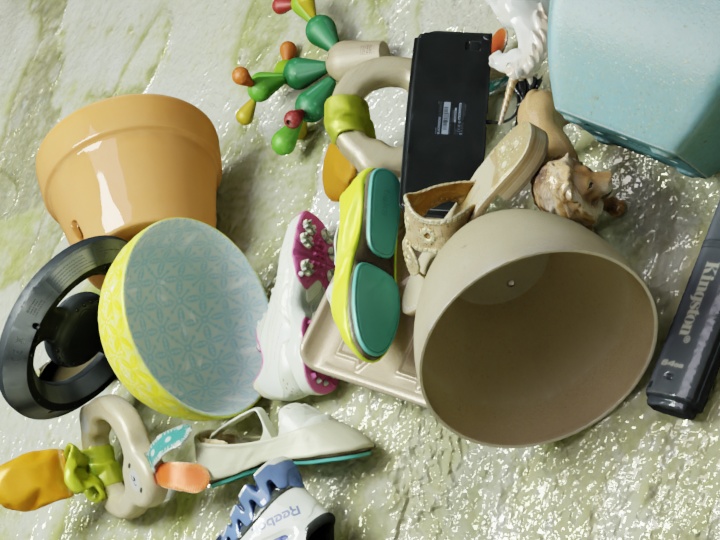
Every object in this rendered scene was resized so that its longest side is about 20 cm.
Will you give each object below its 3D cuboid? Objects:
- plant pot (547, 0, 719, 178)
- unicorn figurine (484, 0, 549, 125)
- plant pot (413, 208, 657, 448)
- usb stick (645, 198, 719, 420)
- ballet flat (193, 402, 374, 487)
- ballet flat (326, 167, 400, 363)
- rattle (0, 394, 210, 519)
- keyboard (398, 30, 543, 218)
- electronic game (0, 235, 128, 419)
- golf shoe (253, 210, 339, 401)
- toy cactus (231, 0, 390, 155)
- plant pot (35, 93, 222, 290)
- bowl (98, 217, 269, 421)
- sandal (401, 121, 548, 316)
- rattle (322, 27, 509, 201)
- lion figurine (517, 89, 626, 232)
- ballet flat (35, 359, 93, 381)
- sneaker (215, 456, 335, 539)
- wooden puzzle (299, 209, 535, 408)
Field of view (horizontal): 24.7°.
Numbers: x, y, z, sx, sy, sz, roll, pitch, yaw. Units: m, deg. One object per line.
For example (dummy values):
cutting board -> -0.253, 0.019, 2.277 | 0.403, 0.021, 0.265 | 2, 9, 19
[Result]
plant pot -> 0.262, -0.193, 1.358 | 0.195, 0.195, 0.202 | 25, 94, 27
unicorn figurine -> 0.154, -0.250, 1.541 | 0.199, 0.074, 0.137 | -37, 63, -25
plant pot -> 0.129, 0.028, 1.360 | 0.200, 0.200, 0.135 | -39, 35, 14
usb stick -> 0.286, 0.023, 1.334 | 0.055, 0.033, 0.202 | 12, 73, 43
ballet flat -> -0.077, 0.157, 1.530 | 0.198, 0.069, 0.070 | -15, 55, 33
ballet flat -> 0.000, 0.000, 1.492 | 0.067, 0.067, 0.202 | -24, 50, 41
rattle -> -0.255, 0.192, 1.587 | 0.199, 0.142, 0.132 | 16, 97, 56
keyboard -> 0.104, -0.136, 1.531 | 0.126, 0.021, 0.202 | 4, 64, 6
electronic game -> -0.282, 0.058, 1.633 | 0.041, 0.200, 0.201 | 30, 85, 28
golf shoe -> -0.069, 0.035, 1.603 | 0.091, 0.075, 0.202 | -23, 50, 32
toy cactus -> -0.050, -0.222, 1.742 | 0.163, 0.102, 0.202 | -8, 51, 26
plant pot -> -0.232, -0.068, 1.720 | 0.199, 0.200, 0.141 | -32, 54, 21
bowl -> -0.189, 0.060, 1.604 | 0.107, 0.199, 0.202 | -22, 51, 37
sandal -> 0.072, -0.057, 1.420 | 0.212, 0.069, 0.078 | -51, 24, 28
rattle -> 0.062, -0.146, 1.626 | 0.199, 0.144, 0.130 | -34, 54, -20
lion figurine -> 0.172, -0.103, 1.444 | 0.072, 0.122, 0.201 | -38, 45, 15
ballet flat -> -0.300, 0.101, 1.775 | 0.199, 0.046, 0.068 | -21, 53, 29
sneaker -> -0.081, 0.278, 1.448 | 0.115, 0.080, 0.201 | 34, 100, 31
wooden puzzle -> 0.064, 0.034, 1.499 | 0.199, 0.046, 0.187 | 17, 74, 34
